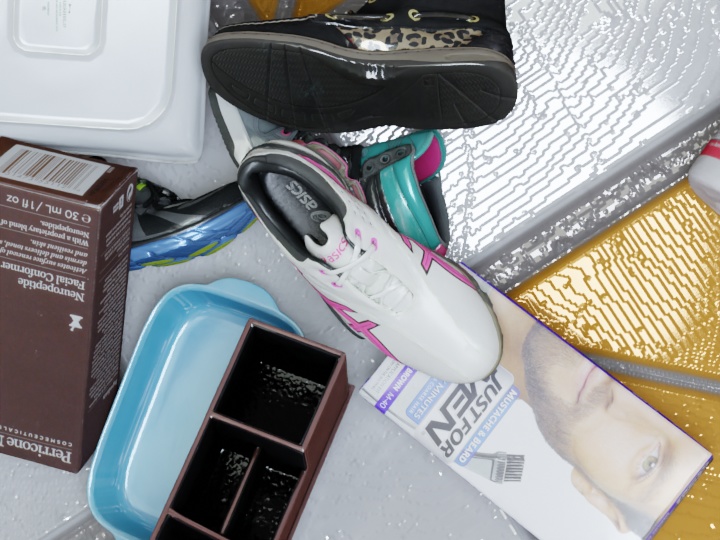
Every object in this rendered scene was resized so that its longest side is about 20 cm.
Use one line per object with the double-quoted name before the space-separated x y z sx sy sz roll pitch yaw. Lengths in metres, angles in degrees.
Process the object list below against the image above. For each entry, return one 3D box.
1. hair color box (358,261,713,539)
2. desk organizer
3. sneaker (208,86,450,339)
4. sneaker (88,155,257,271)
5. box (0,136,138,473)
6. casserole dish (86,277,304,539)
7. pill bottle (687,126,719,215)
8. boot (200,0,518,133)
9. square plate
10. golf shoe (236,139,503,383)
"hair color box" 0.111 0.098 1.024 0.200 0.065 0.109 37 91 14
"desk organizer" -0.074 0.137 0.990 0.072 0.077 0.200 20 71 8
"sneaker" -0.006 -0.069 1.066 0.121 0.084 0.200 -35 82 10
"sneaker" -0.164 -0.041 1.106 0.200 0.071 0.083 -7 86 15
"box" -0.211 0.023 1.056 0.100 0.075 0.200 13 118 8
"casserole dish" -0.105 0.104 1.087 0.121 0.039 0.200 19 85 16
"pill bottle" 0.301 -0.105 0.986 0.111 0.111 0.200 37 91 16
"boot" 0.007 -0.165 1.050 0.200 0.073 0.151 2 48 9
"square plate" -0.193 -0.167 1.034 0.198 0.028 0.200 3 109 -9
"golf shoe" 0.000 0.000 0.982 0.200 0.092 0.073 42 106 10
